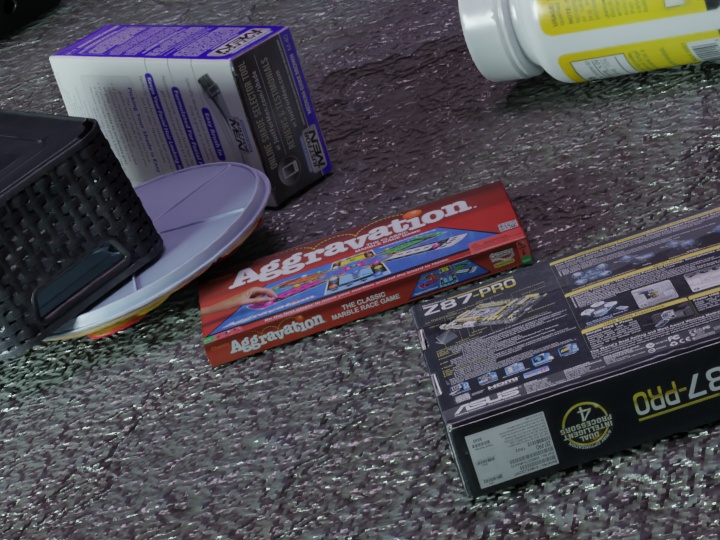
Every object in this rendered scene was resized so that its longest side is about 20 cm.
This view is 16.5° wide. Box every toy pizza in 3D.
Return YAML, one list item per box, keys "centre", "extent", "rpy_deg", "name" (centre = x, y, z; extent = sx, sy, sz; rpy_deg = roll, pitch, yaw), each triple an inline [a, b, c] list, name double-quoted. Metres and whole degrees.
- centre: [-0.144, -0.006, 1.598]
  extent: [0.200, 0.032, 0.200]
  rpy_deg: [-23, 22, 10]
  name: "toy pizza"

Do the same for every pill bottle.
- centre: [0.174, -0.188, 1.670]
  extent: [0.200, 0.115, 0.114]
  rpy_deg: [-8, 25, 24]
  name: "pill bottle"

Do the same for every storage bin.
- centre: [-0.235, -0.027, 1.583]
  extent: [0.135, 0.094, 0.200]
  rpy_deg: [-37, 23, -24]
  name: "storage bin"

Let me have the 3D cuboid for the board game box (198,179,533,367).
- centre: [0.000, 0.000, 1.500]
  extent: [0.200, 0.019, 0.103]
  rpy_deg: [-19, 21, 1]
  name: "board game box"

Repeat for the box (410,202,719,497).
- centre: [0.132, 0.035, 1.278]
  extent: [0.200, 0.049, 0.161]
  rpy_deg: [-19, 24, 1]
  name: "box"

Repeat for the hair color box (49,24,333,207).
- centre: [-0.119, -0.110, 1.729]
  extent: [0.065, 0.110, 0.200]
  rpy_deg: [-34, 27, -35]
  name: "hair color box"

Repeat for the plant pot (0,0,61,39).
- centre: [-0.389, -0.295, 2.279]
  extent: [0.177, 0.200, 0.199]
  rpy_deg: [15, 38, 37]
  name: "plant pot"
